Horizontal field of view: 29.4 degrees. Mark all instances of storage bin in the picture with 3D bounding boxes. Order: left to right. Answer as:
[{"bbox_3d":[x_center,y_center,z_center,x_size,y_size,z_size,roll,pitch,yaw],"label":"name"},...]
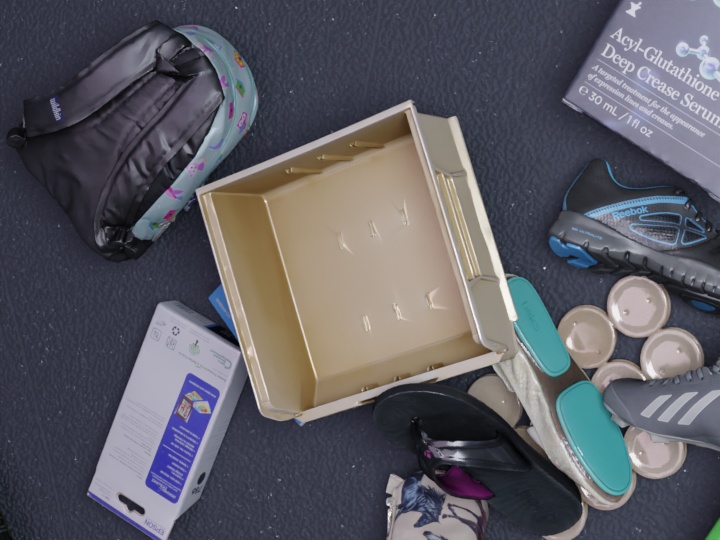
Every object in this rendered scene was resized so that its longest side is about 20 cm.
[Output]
[{"bbox_3d":[0.000,0.000,1.071,0.198,0.093,0.201,-19,84,26],"label":"storage bin"}]

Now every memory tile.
[{"bbox_3d":[0.191,0.111,1.109,0.199,0.017,0.154,-37,79,22],"label":"memory tile"}]

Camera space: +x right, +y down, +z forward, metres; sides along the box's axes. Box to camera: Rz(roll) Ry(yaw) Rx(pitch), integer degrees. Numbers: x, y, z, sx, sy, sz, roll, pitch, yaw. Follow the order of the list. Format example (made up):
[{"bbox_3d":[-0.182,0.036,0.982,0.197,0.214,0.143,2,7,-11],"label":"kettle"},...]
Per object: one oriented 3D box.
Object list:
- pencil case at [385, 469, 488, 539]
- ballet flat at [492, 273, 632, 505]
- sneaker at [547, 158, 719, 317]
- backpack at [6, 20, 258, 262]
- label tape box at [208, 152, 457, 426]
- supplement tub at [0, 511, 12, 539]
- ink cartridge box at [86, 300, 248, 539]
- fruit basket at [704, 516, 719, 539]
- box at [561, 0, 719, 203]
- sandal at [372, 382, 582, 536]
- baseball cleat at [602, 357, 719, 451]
[{"bbox_3d":[0.046,0.249,1.086,0.088,0.201,0.079,9,126,8],"label":"pencil case"},{"bbox_3d":[0.149,0.097,1.094,0.062,0.067,0.202,-40,72,50],"label":"ballet flat"},{"bbox_3d":[0.246,-0.022,1.045,0.198,0.073,0.083,22,78,11],"label":"sneaker"},{"bbox_3d":[-0.187,-0.128,1.202,0.200,0.127,0.167,-44,88,19],"label":"backpack"},{"bbox_3d":[-0.014,0.013,1.168,0.200,0.066,0.144,-43,76,23],"label":"label tape box"},{"bbox_3d":[-0.402,0.263,1.326,0.122,0.122,0.202,-29,81,23],"label":"supplement tub"},{"bbox_3d":[-0.174,0.139,1.262,0.099,0.039,0.202,28,103,20],"label":"ink cartridge box"},{"bbox_3d":[0.364,0.203,0.977,0.214,0.155,0.218,13,113,33],"label":"fruit basket"},{"bbox_3d":[0.269,-0.170,1.006,0.148,0.107,0.201,35,106,19],"label":"box"},{"bbox_3d":[0.095,0.152,1.061,0.199,0.048,0.075,34,124,-19],"label":"sandal"},{"bbox_3d":[0.259,0.085,0.999,0.199,0.069,0.108,17,108,50],"label":"baseball cleat"}]
